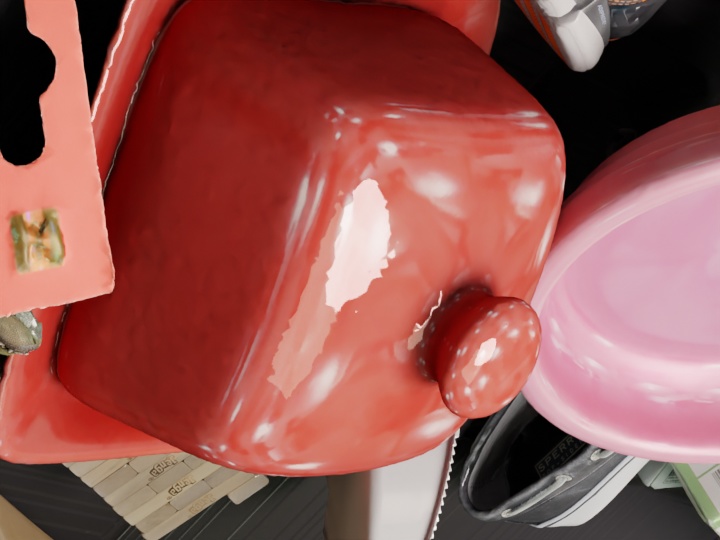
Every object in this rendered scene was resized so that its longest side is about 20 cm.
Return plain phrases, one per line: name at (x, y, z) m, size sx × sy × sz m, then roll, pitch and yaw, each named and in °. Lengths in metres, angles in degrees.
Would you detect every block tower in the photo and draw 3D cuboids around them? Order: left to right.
block tower at (-0.105, 0.038, 0.904) m, size 0.058 × 0.054 × 0.200 m, roll -33°, pitch 144°, yaw 4°

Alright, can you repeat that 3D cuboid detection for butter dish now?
butter dish at (0.000, 0.000, 0.811) m, size 0.199 × 0.147 × 0.201 m, roll 0°, pitch 116°, yaw -50°

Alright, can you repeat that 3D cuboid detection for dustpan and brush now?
dustpan and brush at (0.025, 0.040, 0.974) m, size 0.057 × 0.140 × 0.202 m, roll 2°, pitch 107°, yaw -8°

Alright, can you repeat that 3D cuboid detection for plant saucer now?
plant saucer at (0.152, 0.001, 0.900) m, size 0.199 × 0.051 × 0.201 m, roll -3°, pitch 142°, yaw -2°

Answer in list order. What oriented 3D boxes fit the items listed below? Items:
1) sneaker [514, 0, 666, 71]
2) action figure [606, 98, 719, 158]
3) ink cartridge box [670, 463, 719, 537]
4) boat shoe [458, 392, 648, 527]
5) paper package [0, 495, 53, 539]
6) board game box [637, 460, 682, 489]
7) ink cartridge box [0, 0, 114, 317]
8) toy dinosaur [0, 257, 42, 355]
sneaker at (0.086, -0.156, 0.805) m, size 0.112 × 0.078 × 0.200 m, roll -36°, pitch 155°, yaw 1°
action figure at (0.190, -0.069, 0.946) m, size 0.102 × 0.119 × 0.200 m, roll 19°, pitch 132°, yaw -36°
ink cartridge box at (0.246, 0.099, 1.135) m, size 0.145 × 0.048 × 0.200 m, roll -35°, pitch 147°, yaw 8°
boat shoe at (0.111, 0.047, 1.065) m, size 0.067 × 0.072 × 0.200 m, roll 2°, pitch 140°, yaw -39°
paper package at (-0.130, 0.214, 0.979) m, size 0.103 × 0.191 × 0.200 m, roll -32°, pitch 146°, yaw 2°
board game box at (0.220, 0.011, 1.102) m, size 0.147 × 0.064 × 0.201 m, roll -2°, pitch 137°, yaw -36°
ink cartridge box at (-0.173, -0.043, 0.688) m, size 0.198 × 0.057 × 0.164 m, roll -11°, pitch 108°, yaw -14°
toy dinosaur at (-0.203, -0.009, 0.770) m, size 0.199 × 0.048 × 0.088 m, roll 15°, pitch 154°, yaw -15°
